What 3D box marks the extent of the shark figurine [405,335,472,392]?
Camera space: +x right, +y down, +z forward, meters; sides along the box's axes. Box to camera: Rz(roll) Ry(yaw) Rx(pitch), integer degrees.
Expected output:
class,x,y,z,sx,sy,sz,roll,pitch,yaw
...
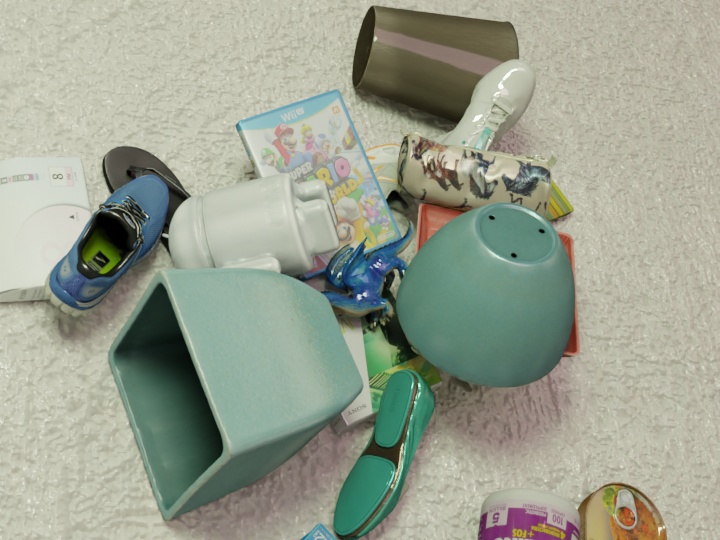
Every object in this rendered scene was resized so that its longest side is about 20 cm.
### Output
class,x,y,z,sx,sy,sz,roll,pitch,yaw
shark figurine,0.137,0.054,1.312,0.128,0.089,0.215,49,36,-14

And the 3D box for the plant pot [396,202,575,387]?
class,x,y,z,sx,sy,sz,roll,pitch,yaw
plant pot,0.149,0.006,1.168,0.199,0.135,0.201,7,46,-8

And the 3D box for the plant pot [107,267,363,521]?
class,x,y,z,sx,sy,sz,roll,pitch,yaw
plant pot,-0.116,0.112,1.117,0.199,0.196,0.197,-11,67,-35

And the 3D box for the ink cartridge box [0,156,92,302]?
class,x,y,z,sx,sy,sz,roll,pitch,yaw
ink cartridge box,-0.392,-0.044,1.168,0.199,0.057,0.163,-2,63,-30

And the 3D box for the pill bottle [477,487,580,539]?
class,x,y,z,sx,sy,sz,roll,pitch,yaw
pill bottle,0.174,0.346,1.152,0.112,0.112,0.201,20,56,-12

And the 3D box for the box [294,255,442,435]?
class,x,y,z,sx,sy,sz,roll,pitch,yaw
box,-0.011,0.077,1.272,0.144,0.036,0.201,-21,73,-31

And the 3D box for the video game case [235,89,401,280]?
class,x,y,z,sx,sy,sz,roll,pitch,yaw
video game case,-0.048,-0.105,1.290,0.143,0.018,0.201,-23,88,-27

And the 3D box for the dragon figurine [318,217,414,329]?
class,x,y,z,sx,sy,sz,roll,pitch,yaw
dragon figurine,0.000,0.000,1.247,0.099,0.059,0.201,33,70,-18

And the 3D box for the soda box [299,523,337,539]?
class,x,y,z,sx,sy,sz,roll,pitch,yaw
soda box,-0.003,0.359,1.096,0.200,0.064,0.068,45,55,6

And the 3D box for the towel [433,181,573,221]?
class,x,y,z,sx,sy,sz,roll,pitch,yaw
towel,0.196,-0.084,1.468,0.199,0.018,0.086,-21,67,-31

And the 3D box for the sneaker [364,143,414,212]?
class,x,y,z,sx,sy,sz,roll,pitch,yaw
sneaker,-0.013,-0.098,1.351,0.199,0.076,0.092,-15,73,-28

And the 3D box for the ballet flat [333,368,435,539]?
class,x,y,z,sx,sy,sz,roll,pitch,yaw
ballet flat,0.036,0.210,1.190,0.070,0.067,0.201,36,70,-44

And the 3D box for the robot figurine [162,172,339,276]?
class,x,y,z,sx,sy,sz,roll,pitch,yaw
robot figurine,-0.125,-0.040,1.187,0.199,0.113,0.170,-14,33,5

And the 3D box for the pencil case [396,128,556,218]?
class,x,y,z,sx,sy,sz,roll,pitch,yaw
pencil case,0.138,-0.118,1.330,0.199,0.090,0.078,12,12,-2

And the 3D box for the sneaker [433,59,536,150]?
class,x,y,z,sx,sy,sz,roll,pitch,yaw
sneaker,0.157,-0.180,1.391,0.075,0.200,0.089,37,17,-15

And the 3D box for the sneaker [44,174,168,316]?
class,x,y,z,sx,sy,sz,roll,pitch,yaw
sneaker,-0.253,-0.038,1.150,0.078,0.089,0.200,39,44,-13

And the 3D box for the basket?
class,x,y,z,sx,sy,sz,roll,pitch,yaw
basket,0.098,-0.284,1.471,0.199,0.136,0.181,11,52,-13

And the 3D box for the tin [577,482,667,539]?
class,x,y,z,sx,sy,sz,roll,pitch,yaw
tin,0.301,0.348,1.254,0.111,0.042,0.201,20,56,-17

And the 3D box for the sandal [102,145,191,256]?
class,x,y,z,sx,sy,sz,roll,pitch,yaw
sandal,-0.222,-0.074,1.260,0.200,0.043,0.076,48,55,8

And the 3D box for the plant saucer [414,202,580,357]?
class,x,y,z,sx,sy,sz,roll,pitch,yaw
plant saucer,0.156,0.017,1.279,0.198,0.037,0.201,12,46,-4
